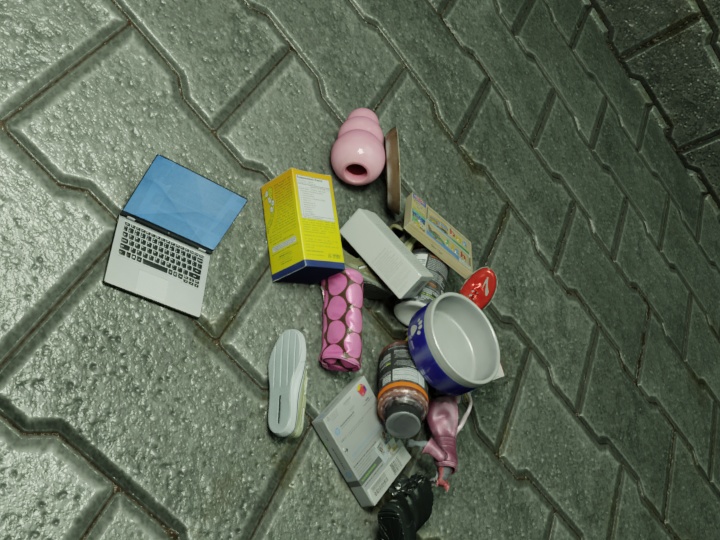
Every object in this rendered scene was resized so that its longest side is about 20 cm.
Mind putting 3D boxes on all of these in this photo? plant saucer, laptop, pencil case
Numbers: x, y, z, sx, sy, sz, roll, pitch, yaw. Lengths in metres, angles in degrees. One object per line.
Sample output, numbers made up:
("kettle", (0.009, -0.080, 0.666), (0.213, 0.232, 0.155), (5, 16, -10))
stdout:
("plant saucer", (0.072, -0.229, 1.755), (0.031, 0.201, 0.204), (-2, 68, 1))
("laptop", (-0.311, -0.053, 1.301), (0.186, 0.115, 0.203), (26, 56, -36))
("pencil case", (-0.041, 0.102, 1.538), (0.091, 0.092, 0.203), (84, 6, -65))

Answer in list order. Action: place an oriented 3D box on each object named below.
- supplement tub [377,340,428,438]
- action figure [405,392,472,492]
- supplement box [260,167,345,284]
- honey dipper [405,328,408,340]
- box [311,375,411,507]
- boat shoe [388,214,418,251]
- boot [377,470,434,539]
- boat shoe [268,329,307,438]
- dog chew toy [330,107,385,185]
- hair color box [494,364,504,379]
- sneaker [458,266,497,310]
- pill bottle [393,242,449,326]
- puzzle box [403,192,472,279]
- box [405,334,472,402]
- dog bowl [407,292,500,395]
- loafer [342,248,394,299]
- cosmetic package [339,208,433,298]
("supplement tub", (0.086, 0.244, 1.547), (0.107, 0.106, 0.201), (44, 26, -23))
("action figure", (0.183, 0.369, 1.604), (0.134, 0.147, 0.202), (49, 29, -41))
("supplement box", (-0.116, -0.085, 1.520), (0.108, 0.109, 0.203), (6, 70, -44))
("honey dipper", (0.119, 0.229, 1.687), (0.038, 0.038, 0.204), (16, 66, -40))
("box", (0.005, 0.338, 1.515), (0.156, 0.041, 0.202), (-40, 104, -48))
("boat shoe", (0.095, -0.084, 1.764), (0.065, 0.073, 0.201), (48, 45, -26))
("boot", (0.096, 0.514, 1.510), (0.162, 0.072, 0.202), (-23, 107, -63))
("boat shoe", (-0.133, 0.212, 1.420), (0.062, 0.071, 0.203), (46, 44, -56))
("dog chew toy", (0.000, -0.289, 1.725), (0.124, 0.124, 0.202), (36, 43, -30))
("hair color box", (0.252, 0.165, 1.784), (0.064, 0.109, 0.203), (3, 69, -82))
("sneaker", (0.239, 0.079, 1.714), (0.077, 0.201, 0.085), (39, 4, 8))
("pill bottle", (0.146, 0.024, 1.745), (0.106, 0.105, 0.202), (39, 49, -27))
("puzzle box", (0.181, -0.081, 1.759), (0.199, 0.025, 0.134), (38, 30, -19))
("box", (0.179, 0.202, 1.685), (0.201, 0.069, 0.065), (59, 37, -24))
("dog bowl", (0.194, 0.152, 1.576), (0.198, 0.079, 0.203), (24, 50, -31))
("loafer", (0.000, 0.000, 1.628), (0.199, 0.075, 0.071), (30, 58, -34))
("cosmetic package", (0.055, -0.035, 1.626), (0.200, 0.071, 0.101), (48, 14, 16))
